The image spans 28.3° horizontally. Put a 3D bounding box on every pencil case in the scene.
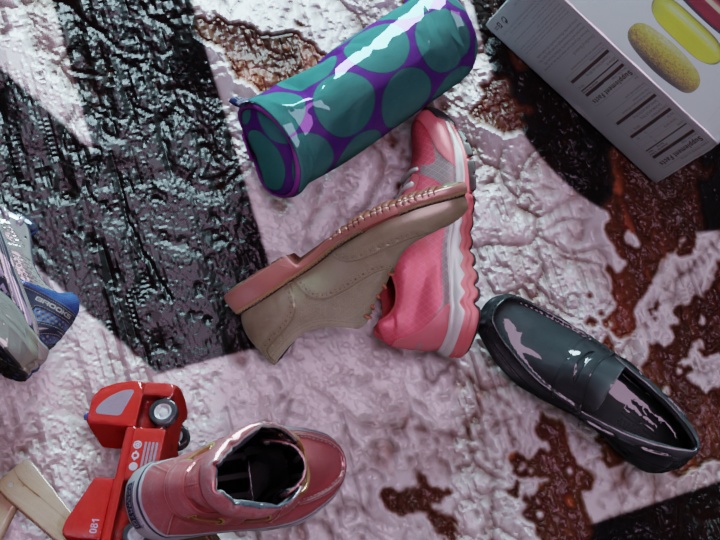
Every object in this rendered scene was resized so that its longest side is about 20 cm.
[{"bbox_3d":[-0.003,-0.142,1.107,0.200,0.092,0.085,-36,127,-22],"label":"pencil case"}]

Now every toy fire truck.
[{"bbox_3d":[-0.202,0.168,0.980,0.140,0.049,0.201,3,60,8],"label":"toy fire truck"}]

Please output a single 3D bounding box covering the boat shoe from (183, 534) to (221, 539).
[{"bbox_3d":[-0.103,0.259,0.983,0.072,0.068,0.201,-12,75,-16],"label":"boat shoe"}]

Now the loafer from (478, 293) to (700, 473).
[{"bbox_3d":[0.180,0.084,1.112,0.200,0.070,0.068,38,69,-4],"label":"loafer"}]

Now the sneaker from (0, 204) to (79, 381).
[{"bbox_3d":[-0.279,-0.019,1.011,0.200,0.077,0.085,51,59,-7],"label":"sneaker"}]

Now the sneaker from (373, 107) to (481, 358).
[{"bbox_3d":[0.042,-0.033,1.100,0.086,0.074,0.201,0,75,-12],"label":"sneaker"}]

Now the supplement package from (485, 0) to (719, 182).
[{"bbox_3d":[0.225,-0.190,1.173,0.200,0.110,0.114,42,69,-3],"label":"supplement package"}]

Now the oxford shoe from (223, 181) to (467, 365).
[{"bbox_3d":[0.000,0.000,1.055,0.199,0.071,0.074,-29,90,14],"label":"oxford shoe"}]

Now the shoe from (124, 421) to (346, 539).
[{"bbox_3d":[-0.058,0.140,0.974,0.200,0.091,0.072,-3,76,-49],"label":"shoe"}]
